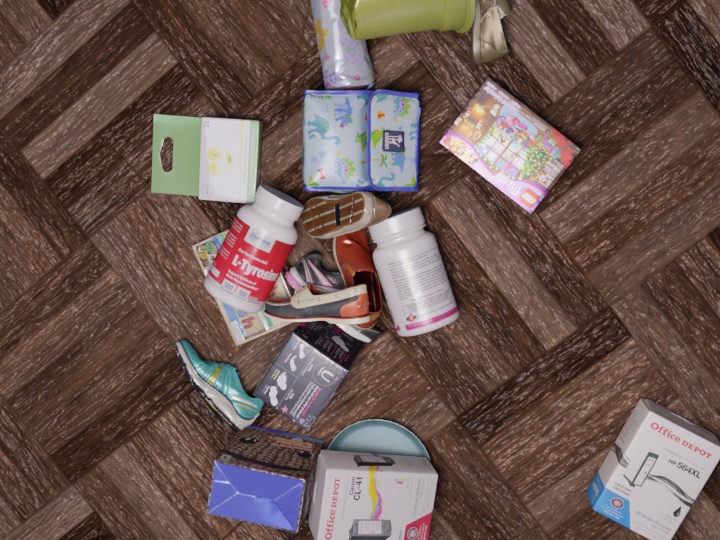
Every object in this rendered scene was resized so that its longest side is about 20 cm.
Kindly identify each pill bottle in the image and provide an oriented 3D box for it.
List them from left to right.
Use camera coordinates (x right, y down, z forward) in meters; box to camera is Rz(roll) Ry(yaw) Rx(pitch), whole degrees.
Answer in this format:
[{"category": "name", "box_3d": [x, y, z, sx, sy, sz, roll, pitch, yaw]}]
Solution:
[{"category": "pill bottle", "box_3d": [-0.177, -0.039, 1.653, 0.112, 0.112, 0.201, 28, 100, 3]}, {"category": "pill bottle", "box_3d": [0.087, 0.001, 1.651, 0.113, 0.113, 0.201, -17, 96, 9]}]

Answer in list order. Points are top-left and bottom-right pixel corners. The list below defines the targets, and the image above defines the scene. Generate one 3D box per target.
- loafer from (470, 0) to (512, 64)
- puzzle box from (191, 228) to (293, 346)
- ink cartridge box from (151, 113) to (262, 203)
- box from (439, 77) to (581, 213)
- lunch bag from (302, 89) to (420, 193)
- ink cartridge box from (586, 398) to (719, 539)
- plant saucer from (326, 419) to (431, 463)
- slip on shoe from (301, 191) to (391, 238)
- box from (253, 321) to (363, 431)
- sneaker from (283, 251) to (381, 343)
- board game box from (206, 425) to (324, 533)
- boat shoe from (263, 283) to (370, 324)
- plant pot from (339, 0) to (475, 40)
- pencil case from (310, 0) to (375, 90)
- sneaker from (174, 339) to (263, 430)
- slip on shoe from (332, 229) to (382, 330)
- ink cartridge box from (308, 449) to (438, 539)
[{"category": "loafer", "box_3d": [0.216, -0.442, 1.597, 0.067, 0.076, 0.201, 1, 108, 6]}, {"category": "puzzle box", "box_3d": [-0.201, 0.020, 1.734, 0.133, 0.025, 0.201, -24, 94, 9]}, {"category": "ink cartridge box", "box_3d": [-0.274, -0.197, 1.702, 0.199, 0.048, 0.146, 5, 99, 4]}, {"category": "box", "box_3d": [0.252, -0.211, 1.638, 0.200, 0.039, 0.137, 37, 101, 1]}, {"category": "lunch bag", "box_3d": [0.001, -0.216, 1.632, 0.199, 0.127, 0.171, 0, 96, -6]}, {"category": "ink cartridge box", "box_3d": [0.502, 0.343, 1.662, 0.146, 0.084, 0.201, 27, 101, 3]}, {"category": "plant saucer", "box_3d": [0.031, 0.363, 1.752, 0.199, 0.027, 0.201, 1, 98, 6]}, {"category": "slip on shoe", "box_3d": [-0.027, -0.096, 1.640, 0.060, 0.200, 0.076, 2, 81, -37]}, {"category": "box", "box_3d": [-0.083, 0.168, 1.650, 0.115, 0.200, 0.132, 34, 101, 2]}, {"category": "sneaker", "box_3d": [-0.036, 0.044, 1.693, 0.200, 0.080, 0.086, 40, 90, -5]}, {"category": "board game box", "box_3d": [-0.160, 0.356, 1.686, 0.159, 0.200, 0.097, 11, 100, 5]}, {"category": "boat shoe", "box_3d": [-0.074, 0.053, 1.615, 0.199, 0.071, 0.063, 0, 102, 29]}, {"category": "plant pot", "box_3d": [0.058, -0.449, 1.526, 0.183, 0.200, 0.201, -18, 96, -7]}, {"category": "pencil case", "box_3d": [-0.031, -0.400, 1.626, 0.090, 0.083, 0.201, -11, 97, -29]}, {"category": "sneaker", "box_3d": [-0.259, 0.198, 1.753, 0.200, 0.078, 0.080, 45, 71, 4]}, {"category": "slip on shoe", "box_3d": [0.000, 0.000, 1.658, 0.074, 0.061, 0.201, 2, 67, -27]}, {"category": "ink cartridge box", "box_3d": [0.022, 0.398, 1.676, 0.199, 0.086, 0.148, 5, 101, -14]}]
